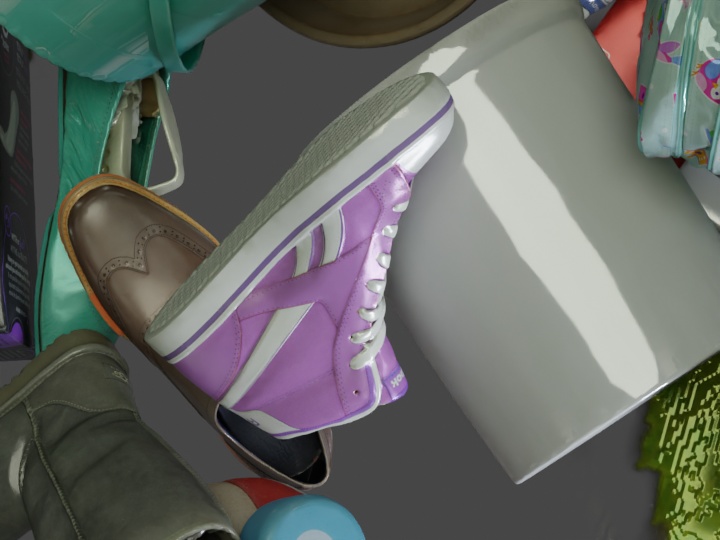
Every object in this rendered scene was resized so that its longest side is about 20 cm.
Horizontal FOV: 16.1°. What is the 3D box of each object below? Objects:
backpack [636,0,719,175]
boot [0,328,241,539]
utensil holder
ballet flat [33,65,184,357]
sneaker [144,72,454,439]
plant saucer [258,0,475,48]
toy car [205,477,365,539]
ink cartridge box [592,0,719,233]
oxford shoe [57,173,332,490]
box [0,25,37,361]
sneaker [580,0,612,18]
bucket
[{"bbox_3d":[0.198,-0.111,1.234,0.125,0.200,0.168,3,111,7],"label":"backpack"},{"bbox_3d":[-0.150,0.138,1.264,0.182,0.072,0.200,-50,41,12],"label":"boot"},{"bbox_3d":[0.089,-0.016,1.301,0.169,0.170,0.201,-32,83,-4],"label":"utensil holder"},{"bbox_3d":[-0.130,-0.033,1.354,0.070,0.067,0.202,-1,79,23],"label":"ballet flat"},{"bbox_3d":[0.000,0.000,1.233,0.114,0.073,0.200,41,116,-9],"label":"sneaker"},{"bbox_3d":[0.006,-0.220,1.366,0.199,0.029,0.202,3,96,26],"label":"plant saucer"},{"bbox_3d":[0.002,0.190,1.294,0.199,0.184,0.178,-2,83,-29],"label":"toy car"},{"bbox_3d":[0.222,-0.116,1.375,0.176,0.045,0.201,36,84,5],"label":"ink cartridge box"},{"bbox_3d":[-0.077,0.032,1.308,0.071,0.073,0.200,-43,108,-4],"label":"oxford shoe"},{"bbox_3d":[-0.230,-0.055,1.336,0.105,0.122,0.202,-3,81,1],"label":"box"},{"bbox_3d":[0.073,-0.221,1.377,0.088,0.075,0.200,-42,82,-7],"label":"sneaker"},{"bbox_3d":[-0.113,-0.204,1.299,0.134,0.207,0.208,-32,80,35],"label":"bucket"}]
